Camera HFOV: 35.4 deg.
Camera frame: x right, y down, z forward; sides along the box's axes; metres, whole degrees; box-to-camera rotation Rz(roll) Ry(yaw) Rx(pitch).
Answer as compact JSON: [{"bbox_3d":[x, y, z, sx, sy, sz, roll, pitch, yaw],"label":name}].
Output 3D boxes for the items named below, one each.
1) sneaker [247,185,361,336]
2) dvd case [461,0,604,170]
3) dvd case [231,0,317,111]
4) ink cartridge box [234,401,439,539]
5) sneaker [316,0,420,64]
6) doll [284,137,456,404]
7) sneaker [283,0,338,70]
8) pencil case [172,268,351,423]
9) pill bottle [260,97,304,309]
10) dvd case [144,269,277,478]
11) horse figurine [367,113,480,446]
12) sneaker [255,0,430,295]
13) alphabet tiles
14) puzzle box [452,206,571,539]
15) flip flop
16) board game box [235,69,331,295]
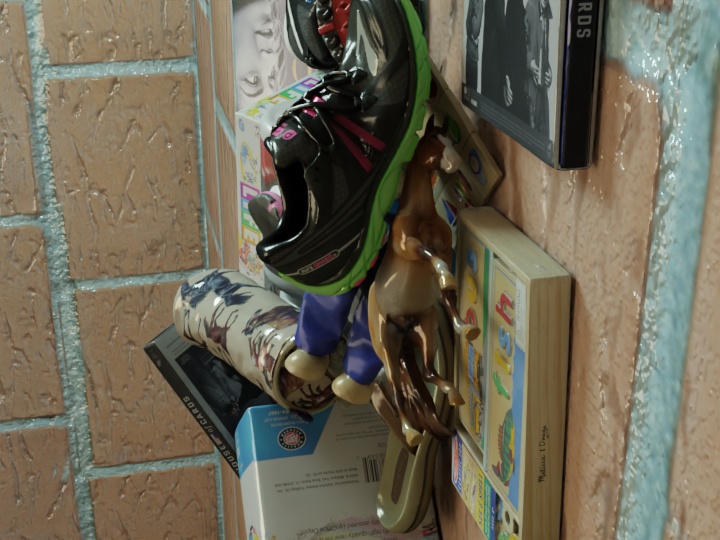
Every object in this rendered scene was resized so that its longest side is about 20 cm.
[{"bbox_3d":[0.000,0.000,0.906,0.080,0.086,0.200,24,149,56],"label":"sneaker"},{"bbox_3d":[0.087,-0.169,0.586,0.150,0.025,0.200,-122,29,-65],"label":"dvd case"},{"bbox_3d":[-0.076,-0.230,1.146,0.149,0.016,0.200,6,104,42],"label":"dvd case"},{"bbox_3d":[-0.021,0.220,0.967,0.146,0.146,0.200,123,141,-70],"label":"ink cartridge box"},{"bbox_3d":[0.007,-0.238,0.866,0.096,0.079,0.200,-26,-76,-71],"label":"sneaker"},{"bbox_3d":[0.012,-0.004,0.788,0.048,0.136,0.200,-41,-27,-58],"label":"doll"},{"bbox_3d":[-0.032,-0.281,1.013,0.112,0.073,0.200,-139,40,-64],"label":"sneaker"},{"bbox_3d":[-0.084,0.057,0.951,0.200,0.078,0.090,25,150,52],"label":"pencil case"},{"bbox_3d":[-0.031,-0.042,0.988,0.111,0.110,0.200,-116,24,-59],"label":"pill bottle"},{"bbox_3d":[-0.100,0.113,1.102,0.025,0.150,0.200,-28,101,46],"label":"dvd case"},{"bbox_3d":[0.038,0.021,0.715,0.133,0.050,0.200,-110,19,-47],"label":"horse figurine"},{"bbox_3d":[-0.014,-0.085,0.698,0.077,0.084,0.200,16,92,66],"label":"sneaker"},{"bbox_3d":[0.030,-0.089,0.799,0.167,0.008,0.200,60,161,15],"label":"alphabet tiles"},{"bbox_3d":[0.087,0.073,0.687,0.133,0.025,0.200,-124,30,-67],"label":"puzzle box"},{"bbox_3d":[0.029,0.105,0.863,0.081,0.057,0.200,-132,50,-69],"label":"flip flop"},{"bbox_3d":[-0.061,-0.080,1.078,0.034,0.134,0.200,26,132,28],"label":"board game box"}]
